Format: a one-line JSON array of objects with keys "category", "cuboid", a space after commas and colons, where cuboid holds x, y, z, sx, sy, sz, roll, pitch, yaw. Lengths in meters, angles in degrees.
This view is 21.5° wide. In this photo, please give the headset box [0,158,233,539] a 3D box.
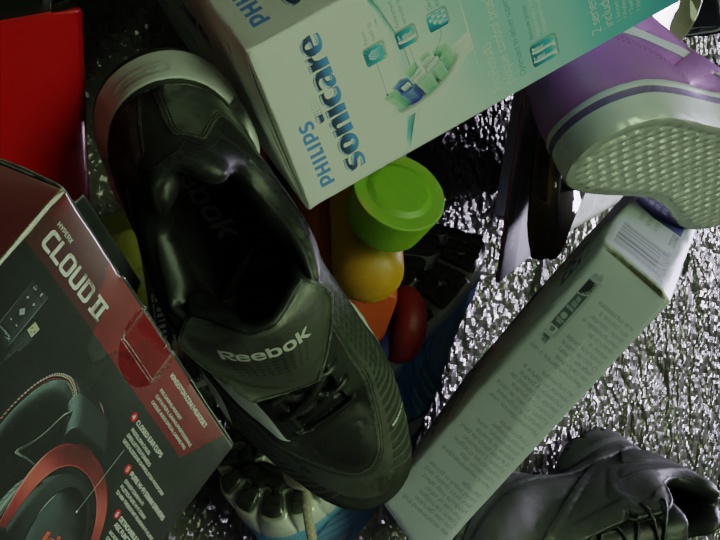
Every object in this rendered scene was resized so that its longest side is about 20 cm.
[{"category": "headset box", "cuboid": [-0.135, 0.066, 0.605, 0.200, 0.075, 0.149, -54, 143, -21]}]

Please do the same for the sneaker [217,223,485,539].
[{"category": "sneaker", "cuboid": [-0.002, 0.056, 0.878, 0.200, 0.078, 0.090, -56, 151, -34]}]

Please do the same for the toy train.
[{"category": "toy train", "cuboid": [0.000, 0.000, 0.774, 0.084, 0.116, 0.200, 9, 56, -18]}]

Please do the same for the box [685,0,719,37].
[{"category": "box", "cuboid": [0.176, -0.241, 1.060, 0.148, 0.104, 0.201, -28, 111, -47]}]

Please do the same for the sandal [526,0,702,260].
[{"category": "sandal", "cuboid": [0.133, -0.085, 0.913, 0.200, 0.054, 0.082, -53, 149, -36]}]

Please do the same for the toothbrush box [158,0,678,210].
[{"category": "toothbrush box", "cuboid": [0.024, -0.136, 0.731, 0.200, 0.146, 0.085, -30, 136, -9]}]

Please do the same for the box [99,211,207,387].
[{"category": "box", "cuboid": [-0.130, 0.025, 0.717, 0.200, 0.050, 0.076, -15, 102, -49]}]

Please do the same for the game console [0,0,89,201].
[{"category": "game console", "cuboid": [-0.194, -0.068, 0.624, 0.200, 0.172, 0.119, -20, 147, -50]}]

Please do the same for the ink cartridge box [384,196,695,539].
[{"category": "ink cartridge box", "cuboid": [0.070, 0.053, 0.856, 0.041, 0.200, 0.200, 40, 16, 3]}]

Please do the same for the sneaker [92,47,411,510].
[{"category": "sneaker", "cuboid": [-0.034, 0.021, 0.678, 0.200, 0.066, 0.091, 63, 2, -26]}]

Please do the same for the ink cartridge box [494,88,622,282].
[{"category": "ink cartridge box", "cuboid": [0.101, -0.113, 0.947, 0.176, 0.045, 0.201, -29, 131, -56]}]

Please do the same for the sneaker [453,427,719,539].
[{"category": "sneaker", "cuboid": [0.119, 0.138, 0.990, 0.200, 0.091, 0.076, -26, 120, -46]}]

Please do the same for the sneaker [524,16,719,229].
[{"category": "sneaker", "cuboid": [0.130, -0.087, 0.831, 0.200, 0.073, 0.114, 14, 44, -55]}]
